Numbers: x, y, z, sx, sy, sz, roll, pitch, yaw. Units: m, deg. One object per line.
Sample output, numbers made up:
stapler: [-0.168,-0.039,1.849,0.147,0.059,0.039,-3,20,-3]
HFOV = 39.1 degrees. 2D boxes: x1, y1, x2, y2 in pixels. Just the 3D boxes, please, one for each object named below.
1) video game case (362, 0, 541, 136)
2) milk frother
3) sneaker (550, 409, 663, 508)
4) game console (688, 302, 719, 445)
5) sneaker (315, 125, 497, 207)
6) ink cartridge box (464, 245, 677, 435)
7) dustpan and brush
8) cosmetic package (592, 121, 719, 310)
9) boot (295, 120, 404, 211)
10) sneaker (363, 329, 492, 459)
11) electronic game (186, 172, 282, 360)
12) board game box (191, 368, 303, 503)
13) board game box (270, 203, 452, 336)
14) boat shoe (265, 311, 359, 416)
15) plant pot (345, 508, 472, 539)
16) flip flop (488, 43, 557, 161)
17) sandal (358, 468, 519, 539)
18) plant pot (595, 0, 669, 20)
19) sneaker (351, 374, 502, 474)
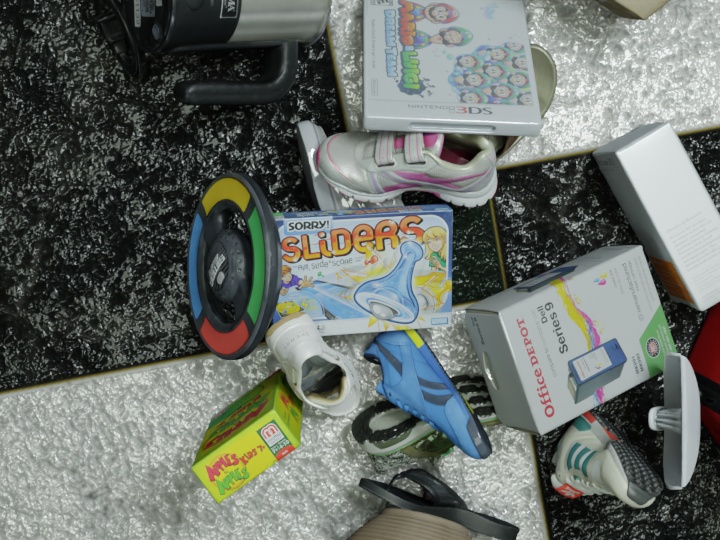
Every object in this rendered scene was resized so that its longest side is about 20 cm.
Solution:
video game case: [0.093,-0.223,1.083,0.182,0.024,0.200,2,52,-2]
milk frother: [-0.166,-0.280,1.084,0.188,0.200,0.181,-11,126,-35]
sneaker: [0.261,0.226,1.116,0.070,0.200,0.093,36,100,-12]
game console: [0.436,0.129,1.108,0.119,0.200,0.172,-37,96,2]
sneaker: [0.054,-0.125,1.072,0.200,0.088,0.081,1,61,-6]
ink cartridge box: [0.233,0.074,1.122,0.200,0.087,0.146,-22,97,-19]
dustpan and brush: [0.341,0.162,1.111,0.057,0.200,0.140,-2,82,27]
cosmetic package: [0.347,-0.062,1.134,0.071,0.101,0.200,-30,96,2]
boot: [-0.002,-0.082,1.140,0.095,0.074,0.200,-20,105,-6]
sneaker: [0.071,0.142,1.119,0.078,0.066,0.200,-35,52,-1]
electronic game: [-0.139,-0.005,1.082,0.042,0.200,0.200,1,97,-34]
board game box: [-0.116,0.171,1.090,0.102,0.200,0.048,-35,96,1]
board game box: [0.000,0.000,1.105,0.200,0.034,0.136,-4,107,-9]
boat shoe: [-0.041,0.121,1.098,0.071,0.200,0.069,-36,55,0]
plant pot: [0.062,0.324,1.134,0.201,0.201,0.093,16,68,-4]
flip flop: [0.147,-0.166,1.136,0.081,0.058,0.200,44,93,-6]
sandal: [0.093,0.263,1.178,0.200,0.075,0.048,20,84,-13]
plant pot: [0.281,-0.374,1.062,0.200,0.200,0.177,32,105,-5]
sneaker: [0.091,0.185,1.180,0.200,0.077,0.089,-13,128,-2]
